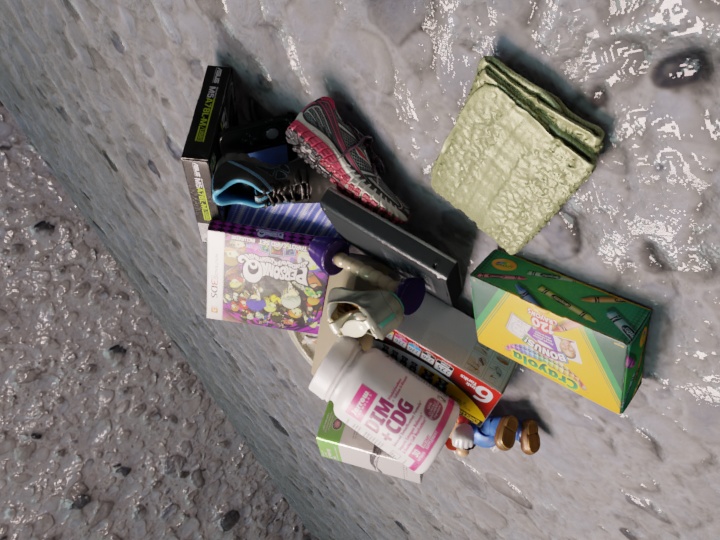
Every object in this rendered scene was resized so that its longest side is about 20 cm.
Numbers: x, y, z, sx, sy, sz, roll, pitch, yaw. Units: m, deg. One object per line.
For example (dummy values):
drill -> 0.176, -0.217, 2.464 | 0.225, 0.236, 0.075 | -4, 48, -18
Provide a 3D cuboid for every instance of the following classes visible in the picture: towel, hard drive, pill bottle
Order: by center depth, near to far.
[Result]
towel -> 0.151, -0.109, 0.630 | 0.148, 0.036, 0.201 | 43, 152, 12
hard drive -> 0.044, -0.029, 0.825 | 0.198, 0.033, 0.140 | 32, 172, 19
pill bottle -> 0.032, 0.183, 0.868 | 0.198, 0.114, 0.114 | 33, 152, 6
towel -> -0.103, -0.078, 0.954 | 0.197, 0.024, 0.145 | 24, 142, -14

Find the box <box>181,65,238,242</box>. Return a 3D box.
box -> -0.229, -0.179, 0.971 | 0.046, 0.197, 0.202 | 7, 146, 0

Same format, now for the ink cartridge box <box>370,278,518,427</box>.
ink cartridge box -> 0.117, 0.134, 0.909 | 0.197, 0.084, 0.177 | 29, 150, 14

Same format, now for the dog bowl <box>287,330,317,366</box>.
dog bowl -> -0.063, 0.140, 1.245 | 0.199, 0.074, 0.202 | 36, 151, 23

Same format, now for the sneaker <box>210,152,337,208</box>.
sneaker -> -0.110, -0.112, 0.848 | 0.195, 0.083, 0.074 | 1, 129, 4

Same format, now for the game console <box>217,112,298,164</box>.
game console -> -0.109, -0.121, 0.933 | 0.202, 0.172, 0.118 | 90, 160, -52

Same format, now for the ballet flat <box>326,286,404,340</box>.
ballet flat -> -0.013, 0.060, 0.826 | 0.068, 0.064, 0.199 | 55, 156, -13

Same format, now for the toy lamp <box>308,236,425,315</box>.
toy lamp -> 0.000, 0.000, 0.856 | 0.198, 0.058, 0.059 | 27, 147, 41

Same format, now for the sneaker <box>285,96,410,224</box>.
sneaker -> -0.003, -0.137, 0.798 | 0.200, 0.075, 0.080 | 44, 166, -18

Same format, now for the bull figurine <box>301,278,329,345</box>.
bull figurine -> -0.045, 0.101, 1.096 | 0.118, 0.065, 0.205 | 1, 107, 10

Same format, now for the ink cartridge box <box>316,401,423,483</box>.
ink cartridge box -> 0.036, 0.284, 1.124 | 0.195, 0.147, 0.085 | 12, 143, 14

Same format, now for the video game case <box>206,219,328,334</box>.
video game case -> -0.150, 0.015, 0.992 | 0.195, 0.036, 0.184 | 9, 128, -5

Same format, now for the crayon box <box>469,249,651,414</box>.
crayon box -> 0.227, 0.067, 0.715 | 0.198, 0.058, 0.120 | 26, 145, 38

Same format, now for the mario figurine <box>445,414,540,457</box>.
mario figurine -> 0.193, 0.273, 0.982 | 0.124, 0.106, 0.199 | 51, 155, -11

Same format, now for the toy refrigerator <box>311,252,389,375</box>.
toy refrigerator -> -0.015, 0.079, 0.969 | 0.075, 0.069, 0.205 | 20, 101, 53
